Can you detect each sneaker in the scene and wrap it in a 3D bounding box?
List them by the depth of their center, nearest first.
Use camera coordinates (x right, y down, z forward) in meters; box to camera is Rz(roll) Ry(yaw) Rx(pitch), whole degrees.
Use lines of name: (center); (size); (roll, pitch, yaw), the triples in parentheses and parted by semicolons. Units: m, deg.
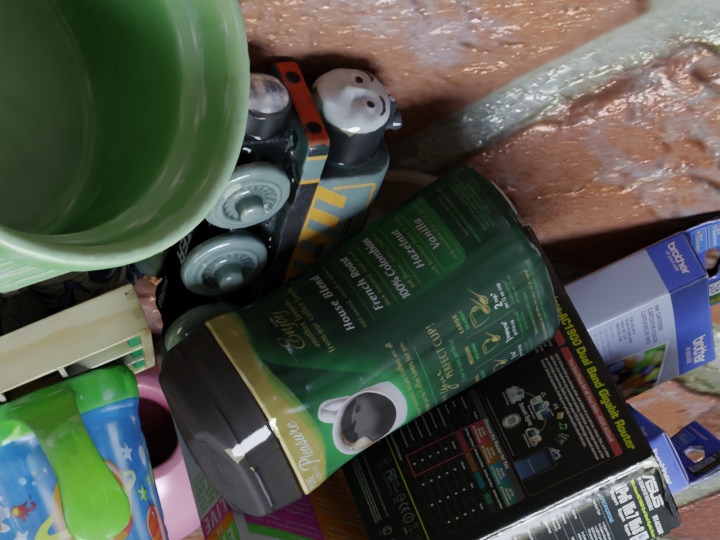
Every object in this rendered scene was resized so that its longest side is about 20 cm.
sneaker: (-0.158, -0.018, 1.267); (0.085, 0.078, 0.200); (-11, 163, -9)

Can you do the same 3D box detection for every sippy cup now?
sippy cup: (-0.164, 0.137, 1.297); (0.139, 0.131, 0.178); (-24, 175, 15)

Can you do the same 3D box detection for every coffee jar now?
coffee jar: (-0.002, 0.038, 1.204); (0.199, 0.085, 0.104); (-32, 146, -8)

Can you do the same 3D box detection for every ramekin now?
ramekin: (-0.151, -0.087, 0.976); (0.199, 0.201, 0.097); (17, 155, -38)

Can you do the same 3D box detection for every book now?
book: (-0.036, 0.117, 1.301); (0.133, 0.200, 0.048); (25, 117, -30)

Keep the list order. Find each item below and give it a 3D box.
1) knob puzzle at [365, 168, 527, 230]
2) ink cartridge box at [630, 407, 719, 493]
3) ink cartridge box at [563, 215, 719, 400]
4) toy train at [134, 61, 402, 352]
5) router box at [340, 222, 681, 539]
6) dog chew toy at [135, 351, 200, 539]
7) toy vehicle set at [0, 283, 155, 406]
knob puzzle: (0.000, 0.000, 1.349); (0.218, 0.031, 0.220); (-4, 138, -3)
ink cartridge box: (0.113, 0.130, 1.375); (0.199, 0.042, 0.119); (-25, -174, -1)
ink cartridge box: (0.141, 0.043, 1.405); (0.199, 0.042, 0.120); (-27, 152, -3)
toy train: (-0.047, -0.029, 1.225); (0.113, 0.086, 0.201); (-8, 143, -24)
router box: (0.062, 0.083, 1.255); (0.149, 0.200, 0.062); (-25, 132, 2)
dog chew toy: (-0.144, 0.124, 1.501); (0.124, 0.125, 0.200); (-1, 162, -7)
toy vehicle set: (-0.174, 0.054, 1.294); (0.124, 0.027, 0.200); (-23, 175, -6)
